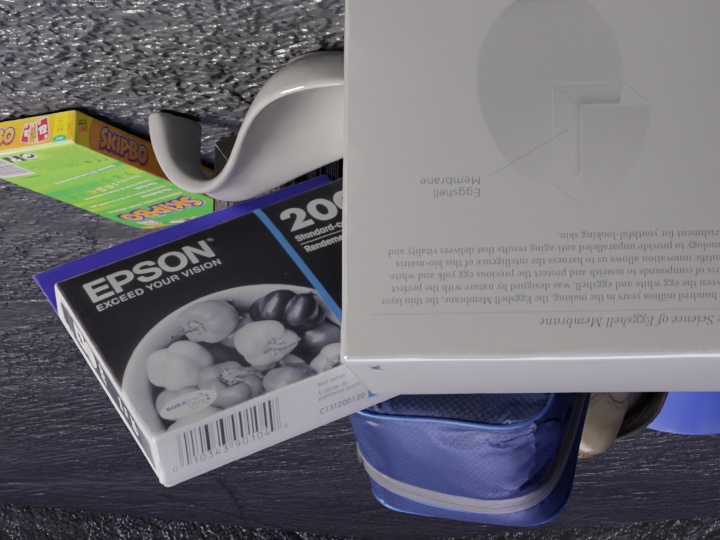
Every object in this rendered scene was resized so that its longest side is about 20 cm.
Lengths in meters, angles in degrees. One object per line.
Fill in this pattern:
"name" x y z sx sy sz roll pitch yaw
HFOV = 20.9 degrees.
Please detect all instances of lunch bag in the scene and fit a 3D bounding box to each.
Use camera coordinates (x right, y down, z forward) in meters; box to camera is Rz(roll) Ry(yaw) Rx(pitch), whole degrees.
"lunch bag" 0.070 0.046 1.170 0.134 0.201 0.133 7 145 16

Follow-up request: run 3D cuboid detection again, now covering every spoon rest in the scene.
"spoon rest" -0.047 -0.080 1.129 0.099 0.061 0.199 12 164 -42

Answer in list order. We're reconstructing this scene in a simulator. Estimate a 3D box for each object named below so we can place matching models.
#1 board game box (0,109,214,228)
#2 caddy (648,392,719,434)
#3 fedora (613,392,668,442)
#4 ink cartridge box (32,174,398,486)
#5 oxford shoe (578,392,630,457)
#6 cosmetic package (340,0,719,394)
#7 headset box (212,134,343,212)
"board game box" -0.164 -0.062 1.284 0.095 0.030 0.200 -6 163 29
"caddy" 0.279 0.057 1.574 0.198 0.106 0.141 -3 -160 -25
"fedora" 0.134 0.026 1.362 0.176 0.200 0.091 -29 156 -26
"ink cartridge box" -0.062 0.013 1.083 0.196 0.200 0.044 -20 132 -20
"oxford shoe" 0.158 0.028 1.252 0.070 0.202 0.074 -2 -167 -25
"cosmetic package" 0.095 -0.045 0.961 0.197 0.202 0.123 -1 167 8
"headset box" 0.000 0.000 1.276 0.199 0.151 0.077 12 164 -44
